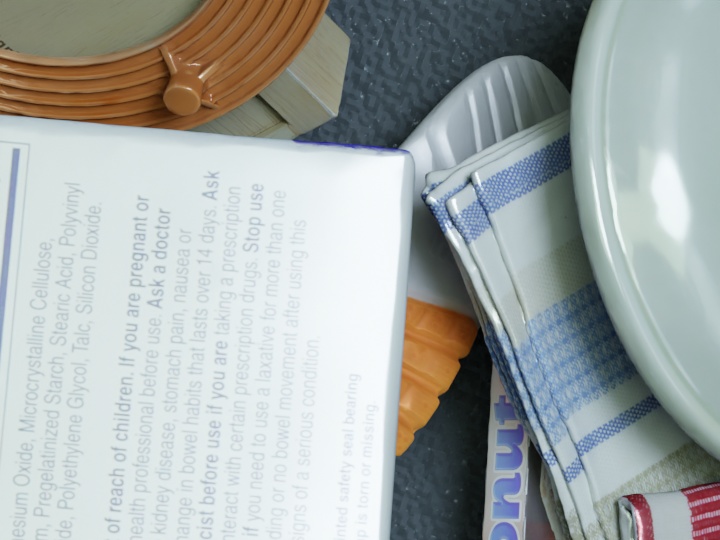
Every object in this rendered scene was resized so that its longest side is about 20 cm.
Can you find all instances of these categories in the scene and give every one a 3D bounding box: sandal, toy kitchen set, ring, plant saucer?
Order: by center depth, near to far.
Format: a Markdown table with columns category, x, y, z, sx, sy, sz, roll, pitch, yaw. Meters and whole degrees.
| category | x | y | z | sx | sy | sz | roll | pitch | yaw |
| --- | --- | --- | --- | --- | --- | --- | --- | --- | --- |
| ring | -0.104 | -0.113 | 0.880 | 0.200 | 0.200 | 0.019 | 19 | 42 | -6 |
| toy kitchen set | -0.059 | -0.169 | 0.956 | 0.200 | 0.163 | 0.180 | 43 | 37 | -31 |
| plant saucer | 0.152 | -0.028 | 0.965 | 0.200 | 0.050 | 0.200 | 15 | 69 | -44 |
| sandal | 0.005 | 0.006 | 0.997 | 0.079 | 0.059 | 0.207 | 52 | 58 | -13 |

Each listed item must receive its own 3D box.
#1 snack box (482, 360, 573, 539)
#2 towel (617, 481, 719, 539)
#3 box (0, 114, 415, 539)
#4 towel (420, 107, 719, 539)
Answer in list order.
| category | x | y | z | sx | sy | sz | roll | pitch | yaw |
| --- | --- | --- | --- | --- | --- | --- | --- | --- | --- |
| snack box | 0.076 | 0.076 | 0.993 | 0.072 | 0.024 | 0.200 | 9 | 81 | -41 |
| towel | 0.181 | 0.141 | 0.985 | 0.200 | 0.023 | 0.144 | -1 | 83 | -29 |
| box | -0.092 | 0.054 | 0.864 | 0.200 | 0.105 | 0.184 | 5 | 79 | -4 |
| towel | 0.111 | 0.031 | 0.986 | 0.147 | 0.024 | 0.200 | -29 | 102 | -30 |
